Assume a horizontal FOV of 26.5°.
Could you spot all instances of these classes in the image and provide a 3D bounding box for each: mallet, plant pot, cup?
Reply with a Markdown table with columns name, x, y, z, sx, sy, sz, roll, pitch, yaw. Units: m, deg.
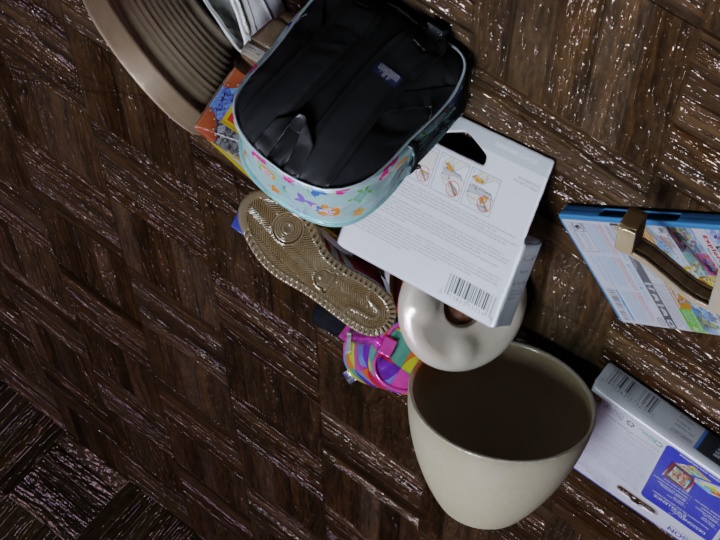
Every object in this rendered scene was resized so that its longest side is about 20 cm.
| name | x | y | z | sx | sy | sz | roll | pitch | yaw |
| --- | --- | --- | --- | --- | --- | --- | --- | --- | --- |
| mallet | -0.037 | 0.010 | 1.840 | 0.066 | 0.041 | 0.201 | 29 | 150 | 31 |
| plant pot | -0.191 | -0.246 | 1.580 | 0.201 | 0.092 | 0.201 | 52 | -169 | -14 |
| cup | 0.140 | 0.189 | 1.625 | 0.199 | 0.200 | 0.144 | 29 | 129 | 28 |

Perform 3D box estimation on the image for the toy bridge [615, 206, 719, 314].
| name | x | y | z | sx | sy | sz | roll | pitch | yaw |
| --- | --- | --- | --- | --- | --- | --- | --- | --- | --- |
| toy bridge | 0.312 | 0.010 | 1.300 | 0.199 | 0.027 | 0.067 | 23 | 147 | 17 |

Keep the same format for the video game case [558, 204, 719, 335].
| name | x | y | z | sx | sy | sz | roll | pitch | yaw |
| --- | --- | --- | --- | --- | --- | --- | --- | --- | --- |
| video game case | 0.286 | 0.002 | 1.403 | 0.199 | 0.018 | 0.144 | 8 | 139 | 53 |

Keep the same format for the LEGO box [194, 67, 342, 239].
| name | x | y | z | sx | sy | sz | roll | pitch | yaw |
| --- | --- | --- | --- | --- | --- | --- | --- | --- | --- |
| LEGO box | -0.067 | -0.114 | 1.598 | 0.148 | 0.077 | 0.200 | 34 | 178 | 18 |

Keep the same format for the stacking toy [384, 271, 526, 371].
| name | x | y | z | sx | sy | sz | roll | pitch | yaw |
| --- | --- | --- | --- | --- | --- | --- | --- | --- | --- |
| stacking toy | 0.080 | 0.014 | 1.658 | 0.146 | 0.146 | 0.200 | 53 | 174 | -24 |

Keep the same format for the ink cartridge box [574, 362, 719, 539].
| name | x | y | z | sx | sy | sz | roll | pitch | yaw |
| --- | --- | --- | --- | --- | --- | --- | --- | --- | --- |
| ink cartridge box | 0.325 | 0.210 | 1.669 | 0.197 | 0.047 | 0.200 | 34 | 157 | 15 |

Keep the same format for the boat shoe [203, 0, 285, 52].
| name | x | y | z | sx | sy | sz | roll | pitch | yaw |
| --- | --- | --- | --- | --- | --- | --- | --- | --- | --- |
| boat shoe | -0.152 | -0.305 | 1.501 | 0.072 | 0.066 | 0.201 | 11 | 142 | 51 |

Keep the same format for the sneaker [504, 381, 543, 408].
| name | x | y | z | sx | sy | sz | roll | pitch | yaw |
| --- | --- | --- | --- | --- | --- | --- | --- | --- | --- |
| sneaker | 0.133 | 0.103 | 1.748 | 0.199 | 0.070 | 0.090 | 14 | 148 | 51 |

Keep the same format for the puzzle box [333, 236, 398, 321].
| name | x | y | z | sx | sy | sz | roll | pitch | yaw |
| --- | --- | --- | --- | --- | --- | --- | --- | --- | --- |
| puzzle box | 0.000 | 0.000 | 1.837 | 0.133 | 0.025 | 0.201 | 12 | 143 | 49 |

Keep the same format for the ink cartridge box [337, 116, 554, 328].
| name | x | y | z | sx | sy | sz | roll | pitch | yaw |
| --- | --- | --- | --- | --- | --- | --- | --- | --- | --- |
| ink cartridge box | 0.088 | -0.064 | 1.497 | 0.199 | 0.175 | 0.043 | 29 | -163 | 28 |

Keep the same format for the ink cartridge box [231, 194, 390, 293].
| name | x | y | z | sx | sy | sz | roll | pitch | yaw |
| --- | --- | --- | --- | --- | --- | --- | --- | --- | --- |
| ink cartridge box | -0.050 | -0.014 | 1.722 | 0.094 | 0.044 | 0.200 | 21 | 169 | 40 |

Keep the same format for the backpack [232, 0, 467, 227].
| name | x | y | z | sx | sy | sz | roll | pitch | yaw |
| --- | --- | --- | --- | --- | --- | --- | --- | --- | --- |
| backpack | -0.018 | -0.142 | 1.403 | 0.177 | 0.200 | 0.151 | 35 | 156 | 13 |

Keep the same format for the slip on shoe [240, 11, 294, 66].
| name | x | y | z | sx | sy | sz | roll | pitch | yaw |
| --- | --- | --- | --- | --- | --- | --- | --- | --- | --- |
| slip on shoe | -0.042 | -0.186 | 1.544 | 0.076 | 0.061 | 0.200 | 32 | 174 | 46 |

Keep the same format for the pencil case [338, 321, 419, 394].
| name | x | y | z | sx | sy | sz | roll | pitch | yaw |
| --- | --- | --- | --- | --- | --- | --- | --- | --- | --- |
| pencil case | 0.030 | 0.097 | 1.758 | 0.088 | 0.088 | 0.200 | 46 | 170 | -9 |

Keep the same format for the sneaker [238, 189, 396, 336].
| name | x | y | z | sx | sy | sz | roll | pitch | yaw |
| --- | --- | --- | --- | --- | --- | --- | --- | --- | --- |
| sneaker | -0.047 | -0.010 | 1.606 | 0.200 | 0.071 | 0.112 | 42 | -176 | -5 |
